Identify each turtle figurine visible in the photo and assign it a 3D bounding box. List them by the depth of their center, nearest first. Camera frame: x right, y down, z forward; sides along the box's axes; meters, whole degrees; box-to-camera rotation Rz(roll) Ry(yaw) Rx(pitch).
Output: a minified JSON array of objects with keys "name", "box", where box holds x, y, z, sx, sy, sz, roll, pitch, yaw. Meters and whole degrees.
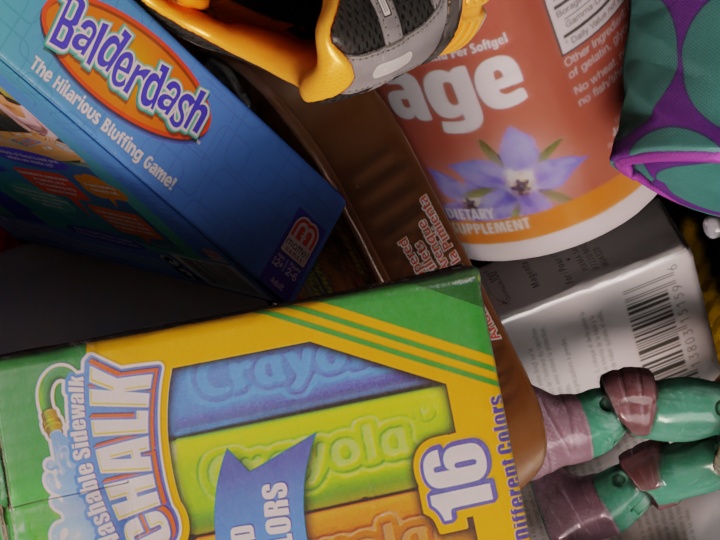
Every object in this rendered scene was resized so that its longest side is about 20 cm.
[{"name":"turtle figurine","box":[0.154,0.040,0.996,0.199,0.101,0.150,-20,125,2]}]

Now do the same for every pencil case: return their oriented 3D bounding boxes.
[{"name":"pencil case","box":[0.139,-0.116,0.875,0.092,0.201,0.085,7,166,11]}]

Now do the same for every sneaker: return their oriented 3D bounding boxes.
[{"name":"sneaker","box":[-0.058,-0.116,0.813,0.199,0.077,0.079,27,130,14]}]

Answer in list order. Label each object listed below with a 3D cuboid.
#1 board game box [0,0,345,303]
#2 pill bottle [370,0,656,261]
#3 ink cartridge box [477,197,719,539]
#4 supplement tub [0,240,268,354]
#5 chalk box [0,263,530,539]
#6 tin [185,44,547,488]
[{"name":"board game box","box":[-0.119,-0.067,0.843,0.200,0.152,0.045,42,70,-42]},{"name":"pill bottle","box":[0.034,-0.110,0.897,0.112,0.112,0.201,-24,126,0]},{"name":"ink cartridge box","box":[0.068,0.088,1.080,0.173,0.044,0.201,-20,126,-2]},{"name":"supplement tub","box":[-0.091,0.101,0.971,0.144,0.145,0.201,-7,128,-12]},{"name":"chalk box","box":[-0.061,0.081,0.802,0.199,0.125,0.125,-11,87,-16]},{"name":"tin","box":[0.000,0.000,0.935,0.042,0.112,0.201,-36,111,-23]}]
